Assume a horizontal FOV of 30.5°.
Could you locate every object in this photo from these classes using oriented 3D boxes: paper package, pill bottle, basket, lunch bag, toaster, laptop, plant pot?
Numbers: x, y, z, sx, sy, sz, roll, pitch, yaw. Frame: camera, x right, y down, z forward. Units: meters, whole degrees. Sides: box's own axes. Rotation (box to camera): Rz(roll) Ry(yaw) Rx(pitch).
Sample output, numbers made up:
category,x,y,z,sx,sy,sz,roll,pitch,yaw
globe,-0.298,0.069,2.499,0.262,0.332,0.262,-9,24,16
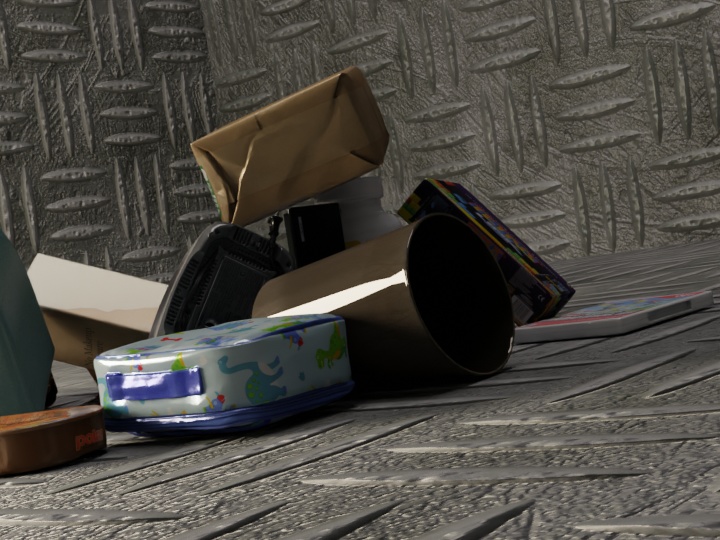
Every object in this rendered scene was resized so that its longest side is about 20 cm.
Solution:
category,x,y,z,sx,sy,sz,roll,pitch,yaw
paper package,-0.070,-0.134,1.423,0.188,0.105,0.200,-24,9,7
pill bottle,0.000,0.000,1.492,0.110,0.204,0.112,-9,1,0
basket,0.010,0.041,1.189,0.198,0.138,0.180,-14,-26,33
lunch bag,-0.118,0.089,1.110,0.198,0.084,0.160,-9,0,39
toaster,-0.142,0.038,1.316,0.112,0.203,0.129,23,-13,-14
laptop,-0.062,0.025,1.392,0.102,0.180,0.199,-9,2,-30
plant pot,-0.429,0.047,1.320,0.193,0.203,0.196,-10,25,-4

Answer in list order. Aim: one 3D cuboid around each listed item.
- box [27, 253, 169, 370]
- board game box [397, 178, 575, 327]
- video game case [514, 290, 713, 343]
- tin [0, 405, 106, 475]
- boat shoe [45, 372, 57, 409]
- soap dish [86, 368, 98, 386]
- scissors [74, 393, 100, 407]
category,x,y,z,sx,sy,sz,roll,pitch,yaw
box,-0.281,0.058,1.485,0.197,0.096,0.078,12,47,4
board game box,0.150,-0.021,1.532,0.057,0.200,0.165,-49,-12,14
video game case,0.272,0.050,1.423,0.142,0.018,0.198,-9,1,42
tin,-0.300,0.144,1.085,0.197,0.043,0.112,-9,-3,23
boat shoe,-0.388,0.138,1.539,0.070,0.071,0.200,31,-6,-6
soap dish,-0.236,0.098,1.664,0.198,0.083,0.156,-9,1,41
scissors,-0.299,0.148,1.517,0.072,0.014,0.199,-6,4,28
